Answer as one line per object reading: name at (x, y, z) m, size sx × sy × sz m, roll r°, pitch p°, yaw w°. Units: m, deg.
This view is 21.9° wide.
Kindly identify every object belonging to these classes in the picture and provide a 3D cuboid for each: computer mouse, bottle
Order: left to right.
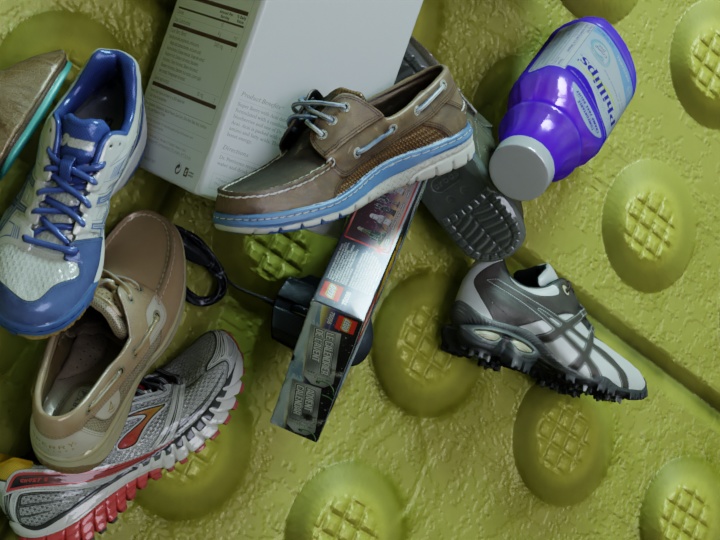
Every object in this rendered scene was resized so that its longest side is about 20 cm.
computer mouse at (-0.065, 0.018, 1.325) m, size 0.199 × 0.034 × 0.059 m, roll 25°, pitch 77°, yaw -33°
bottle at (0.152, -0.121, 1.419) m, size 0.084 × 0.065 × 0.200 m, roll 60°, pitch 36°, yaw -17°

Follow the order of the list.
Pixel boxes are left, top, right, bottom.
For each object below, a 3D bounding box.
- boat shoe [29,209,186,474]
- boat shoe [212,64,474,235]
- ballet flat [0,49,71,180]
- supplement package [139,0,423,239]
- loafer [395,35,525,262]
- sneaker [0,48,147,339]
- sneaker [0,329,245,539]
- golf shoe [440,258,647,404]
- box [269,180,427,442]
boat shoe at (-0.160, 0.033, 1.200) m, size 0.065 × 0.071 × 0.201 m, roll 89°, pitch 13°, yaw -53°
boat shoe at (-0.015, -0.080, 1.187) m, size 0.199 × 0.072 × 0.073 m, roll -25°, pitch 113°, yaw -35°
ballet flat at (-0.254, -0.065, 1.180) m, size 0.072 × 0.068 × 0.201 m, roll 26°, pitch 78°, yaw -13°
supplement package at (-0.056, -0.142, 1.253) m, size 0.121 × 0.120 × 0.201 m, roll 18°, pitch 95°, yaw -34°
loafer at (0.057, -0.099, 1.400) m, size 0.201 × 0.075 × 0.070 m, roll 57°, pitch 24°, yaw -17°
sneaker at (-0.187, -0.054, 1.168) m, size 0.075 × 0.088 × 0.201 m, roll 13°, pitch 55°, yaw 0°
sneaker at (-0.157, 0.101, 1.233) m, size 0.200 × 0.078 × 0.082 m, roll -41°, pitch 111°, yaw -28°
golf shoe at (0.157, 0.046, 1.459) m, size 0.199 × 0.078 × 0.095 m, roll 22°, pitch 78°, yaw -35°
box at (0.000, 0.000, 1.273) m, size 0.040 × 0.137 × 0.201 m, roll 22°, pitch 49°, yaw 2°
